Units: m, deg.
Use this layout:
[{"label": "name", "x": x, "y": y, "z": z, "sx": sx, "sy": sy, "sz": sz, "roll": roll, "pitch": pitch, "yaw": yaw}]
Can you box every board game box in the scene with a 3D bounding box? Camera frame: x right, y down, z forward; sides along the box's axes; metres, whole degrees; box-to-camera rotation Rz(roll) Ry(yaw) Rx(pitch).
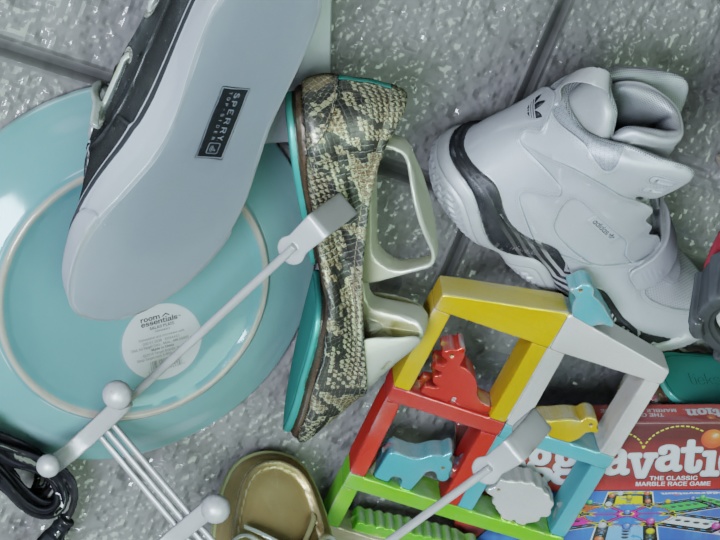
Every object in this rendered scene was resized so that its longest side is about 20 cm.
[{"label": "board game box", "x": 0.152, "y": 0.121, "z": 0.920, "sx": 0.200, "sy": 0.019, "sz": 0.103, "roll": -1, "pitch": 121, "yaw": 1}]

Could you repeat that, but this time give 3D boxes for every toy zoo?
[{"label": "toy zoo", "x": 0.073, "y": 0.081, "z": 0.869, "sx": 0.131, "sy": 0.020, "sz": 0.200, "roll": 18, "pitch": 119, "yaw": -13}]

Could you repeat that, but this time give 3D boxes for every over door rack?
[{"label": "over door rack", "x": -0.039, "y": 0.083, "z": 0.750, "sx": 0.200, "sy": 0.067, "sz": 0.148, "roll": -41, "pitch": 90, "yaw": 19}]

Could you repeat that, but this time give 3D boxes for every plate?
[{"label": "plate", "x": -0.112, "y": 0.007, "z": 0.798, "sx": 0.200, "sy": 0.026, "sz": 0.200, "roll": -10, "pitch": 115, "yaw": -21}]

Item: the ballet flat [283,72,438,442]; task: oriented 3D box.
[{"label": "ballet flat", "x": 0.000, "y": 0.000, "z": 0.799, "sx": 0.075, "sy": 0.068, "sz": 0.200, "roll": 1, "pitch": 118, "yaw": -2}]

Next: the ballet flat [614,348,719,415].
[{"label": "ballet flat", "x": 0.232, "y": 0.086, "z": 0.975, "sx": 0.200, "sy": 0.076, "sz": 0.064, "roll": 12, "pitch": 138, "yaw": -24}]

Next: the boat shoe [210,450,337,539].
[{"label": "boat shoe", "x": -0.037, "y": 0.187, "z": 0.832, "sx": 0.073, "sy": 0.063, "sz": 0.201, "roll": 7, "pitch": 69, "yaw": -18}]

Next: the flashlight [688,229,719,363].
[{"label": "flashlight", "x": 0.215, "y": -0.045, "z": 0.840, "sx": 0.068, "sy": 0.068, "sz": 0.200, "roll": 39, "pitch": 49, "yaw": -25}]

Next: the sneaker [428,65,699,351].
[{"label": "sneaker", "x": 0.140, "y": -0.031, "z": 0.839, "sx": 0.200, "sy": 0.075, "sz": 0.115, "roll": 31, "pitch": 135, "yaw": -29}]

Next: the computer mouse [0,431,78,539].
[{"label": "computer mouse", "x": -0.232, "y": 0.145, "z": 0.797, "sx": 0.140, "sy": 0.046, "sz": 0.200, "roll": 35, "pitch": 90, "yaw": -36}]

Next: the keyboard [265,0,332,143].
[{"label": "keyboard", "x": -0.038, "y": -0.156, "z": 0.761, "sx": 0.056, "sy": 0.011, "sz": 0.200, "roll": -8, "pitch": 112, "yaw": -27}]

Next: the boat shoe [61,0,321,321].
[{"label": "boat shoe", "x": -0.086, "y": -0.068, "z": 0.725, "sx": 0.074, "sy": 0.068, "sz": 0.199, "roll": 1, "pitch": 129, "yaw": -35}]

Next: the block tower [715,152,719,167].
[{"label": "block tower", "x": 0.300, "y": -0.092, "z": 0.924, "sx": 0.200, "sy": 0.054, "sz": 0.058, "roll": -34, "pitch": 121, "yaw": -6}]
